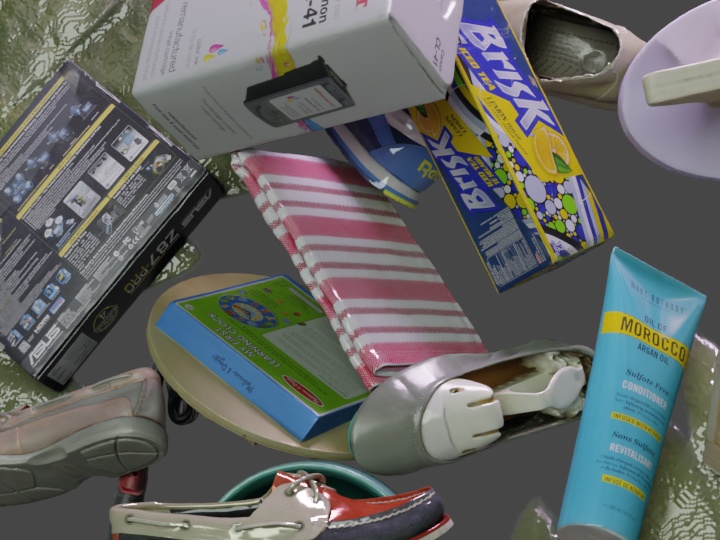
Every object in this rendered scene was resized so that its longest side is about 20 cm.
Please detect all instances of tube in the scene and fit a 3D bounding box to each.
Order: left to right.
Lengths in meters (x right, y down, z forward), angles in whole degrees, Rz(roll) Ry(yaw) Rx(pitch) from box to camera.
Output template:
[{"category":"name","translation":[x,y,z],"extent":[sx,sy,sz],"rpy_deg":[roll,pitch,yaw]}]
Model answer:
[{"category":"tube","translation":[0.174,0.086,1.109],"extent":[0.077,0.050,0.201],"rpy_deg":[29,60,-20]}]

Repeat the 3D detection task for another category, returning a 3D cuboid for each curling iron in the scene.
[{"category":"curling iron","translation":[-0.155,0.153,1.221],"extent":[0.049,0.026,0.202],"rpy_deg":[14,78,23]}]

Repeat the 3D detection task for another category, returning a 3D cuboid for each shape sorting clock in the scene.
[{"category":"shape sorting clock","translation":[-0.047,0.063,1.145],"extent":[0.199,0.199,0.039],"rpy_deg":[34,117,23]}]

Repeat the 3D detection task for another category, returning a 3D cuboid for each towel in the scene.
[{"category":"towel","translation":[0.000,0.000,1.165],"extent":[0.030,0.146,0.201],"rpy_deg":[-44,64,25]}]

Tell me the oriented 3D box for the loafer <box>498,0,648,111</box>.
[{"category":"loafer","translation":[0.114,-0.164,1.221],"extent":[0.198,0.068,0.076],"rpy_deg":[9,75,19]}]

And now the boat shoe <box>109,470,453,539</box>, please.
[{"category":"boat shoe","translation":[-0.047,0.147,0.981],"extent":[0.198,0.071,0.063],"rpy_deg":[-13,86,8]}]

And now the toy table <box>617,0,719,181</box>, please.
[{"category":"toy table","translation":[0.272,-0.131,1.113],"extent":[0.199,0.117,0.185],"rpy_deg":[-24,87,1]}]

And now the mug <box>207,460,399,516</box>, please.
[{"category":"mug","translation":[-0.020,0.210,1.064],"extent":[0.151,0.114,0.186],"rpy_deg":[-28,83,0]}]

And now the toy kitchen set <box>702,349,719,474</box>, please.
[{"category":"toy kitchen set","translation":[0.339,0.149,1.065],"extent":[0.200,0.179,0.165],"rpy_deg":[34,126,54]}]

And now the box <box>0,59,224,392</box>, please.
[{"category":"box","translation":[-0.224,-0.035,1.291],"extent":[0.161,0.049,0.200],"rpy_deg":[37,86,21]}]

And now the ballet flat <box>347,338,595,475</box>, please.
[{"category":"ballet flat","translation":[0.081,0.083,1.094],"extent":[0.063,0.199,0.068],"rpy_deg":[1,103,50]}]

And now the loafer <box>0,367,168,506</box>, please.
[{"category":"loafer","translation":[-0.222,0.121,1.227],"extent":[0.198,0.072,0.063],"rpy_deg":[-15,54,23]}]

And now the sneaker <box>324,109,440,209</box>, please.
[{"category":"sneaker","translation":[-0.004,-0.140,1.231],"extent":[0.082,0.074,0.200],"rpy_deg":[-44,83,14]}]

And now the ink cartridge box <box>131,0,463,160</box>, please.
[{"category":"ink cartridge box","translation":[-0.038,-0.170,1.118],"extent":[0.199,0.086,0.149],"rpy_deg":[-13,53,30]}]

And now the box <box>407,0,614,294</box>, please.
[{"category":"box","translation":[0.089,-0.093,1.164],"extent":[0.064,0.070,0.201],"rpy_deg":[-31,83,48]}]
